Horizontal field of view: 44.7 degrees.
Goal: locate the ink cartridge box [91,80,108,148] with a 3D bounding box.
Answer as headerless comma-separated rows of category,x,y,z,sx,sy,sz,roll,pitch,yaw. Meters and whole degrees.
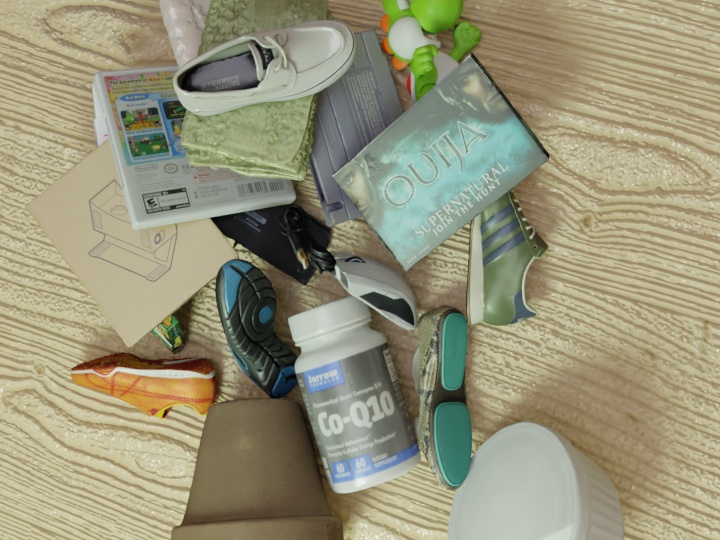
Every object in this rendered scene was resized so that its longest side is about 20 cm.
ink cartridge box,-0.256,-0.126,1.060,0.113,0.067,0.205,-6,90,-9

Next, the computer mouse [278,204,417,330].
computer mouse,0.000,0.000,0.974,0.198,0.110,0.044,33,102,-34

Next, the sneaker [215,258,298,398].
sneaker,-0.134,0.065,1.001,0.081,0.203,0.073,25,54,37

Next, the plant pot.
plant pot,-0.118,0.243,1.006,0.195,0.200,0.179,-7,73,13

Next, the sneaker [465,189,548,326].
sneaker,0.166,-0.038,0.983,0.087,0.067,0.206,3,92,6

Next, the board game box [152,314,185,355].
board game box,-0.294,0.017,1.074,0.199,0.105,0.023,41,73,10

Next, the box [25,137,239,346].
box,-0.259,-0.044,1.001,0.162,0.021,0.201,-38,89,-1

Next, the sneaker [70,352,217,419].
sneaker,-0.274,0.146,1.089,0.195,0.073,0.079,5,103,16

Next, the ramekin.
ramekin,0.187,0.273,0.923,0.093,0.202,0.205,25,99,-26

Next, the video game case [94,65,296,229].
video game case,-0.187,-0.150,1.007,0.196,0.024,0.186,-12,77,-29

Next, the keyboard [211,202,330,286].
keyboard,-0.141,-0.044,1.037,0.198,0.021,0.129,33,79,-8

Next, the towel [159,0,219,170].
towel,-0.115,-0.236,1.011,0.187,0.032,0.204,-17,87,-20

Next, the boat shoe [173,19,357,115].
boat shoe,-0.098,-0.214,0.901,0.195,0.066,0.074,-13,88,1

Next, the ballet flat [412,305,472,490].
ballet flat,0.089,0.144,1.001,0.075,0.067,0.205,-13,74,52

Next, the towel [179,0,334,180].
towel,-0.112,-0.205,0.953,0.145,0.036,0.205,10,89,1

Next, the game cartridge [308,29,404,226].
game cartridge,-0.009,-0.165,1.004,0.127,0.038,0.205,-17,89,-24

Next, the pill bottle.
pill bottle,-0.010,0.137,1.001,0.111,0.114,0.204,-18,87,13

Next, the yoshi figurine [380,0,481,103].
yoshi figurine,0.094,-0.242,0.977,0.110,0.112,0.203,-25,83,-3

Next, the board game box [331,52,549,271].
board game box,0.083,-0.112,0.934,0.199,0.028,0.136,-38,95,22
